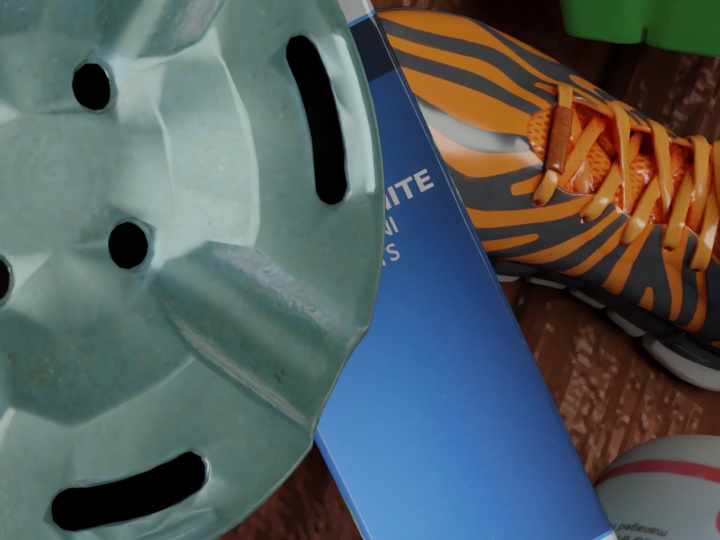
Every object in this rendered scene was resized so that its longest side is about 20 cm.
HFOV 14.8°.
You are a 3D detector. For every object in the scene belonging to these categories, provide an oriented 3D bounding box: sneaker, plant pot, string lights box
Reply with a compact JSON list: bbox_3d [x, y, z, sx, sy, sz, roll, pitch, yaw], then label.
[{"bbox_3d":[0.086,-0.029,0.781,0.199,0.112,0.078,23,69,-30],"label":"sneaker"},{"bbox_3d":[-0.108,-0.010,0.575,0.200,0.196,0.201,4,83,-33],"label":"plant pot"},{"bbox_3d":[0.000,0.000,0.703,0.059,0.103,0.201,-25,106,-1],"label":"string lights box"}]

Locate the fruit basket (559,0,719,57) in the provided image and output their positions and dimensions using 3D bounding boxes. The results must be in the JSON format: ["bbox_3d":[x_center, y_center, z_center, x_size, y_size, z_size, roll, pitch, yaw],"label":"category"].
[{"bbox_3d":[0.121,-0.157,0.757,0.094,0.184,0.201,-70,167,-60],"label":"fruit basket"}]

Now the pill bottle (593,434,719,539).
[{"bbox_3d":[0.069,0.150,0.741,0.109,0.109,0.200,47,59,-21],"label":"pill bottle"}]
